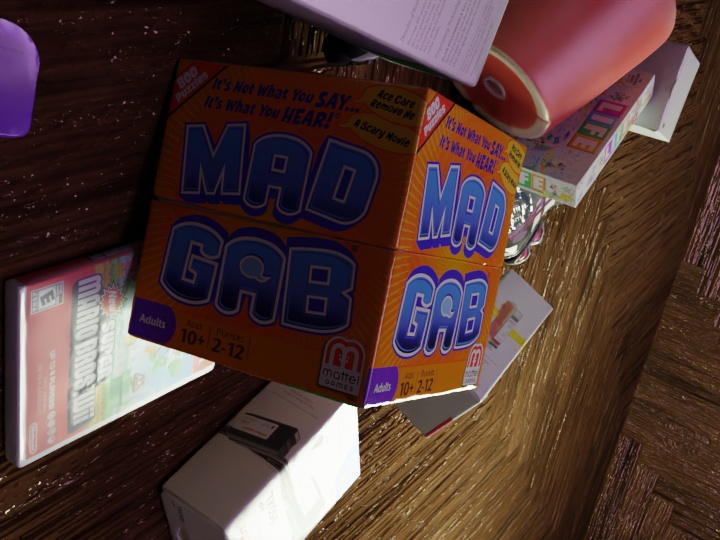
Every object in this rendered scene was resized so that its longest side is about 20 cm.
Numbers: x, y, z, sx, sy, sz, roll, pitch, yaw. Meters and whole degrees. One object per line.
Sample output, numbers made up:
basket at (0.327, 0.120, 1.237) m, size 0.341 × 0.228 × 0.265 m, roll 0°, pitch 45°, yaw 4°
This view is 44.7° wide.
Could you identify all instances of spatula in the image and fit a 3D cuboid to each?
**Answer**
spatula at (-0.226, -0.043, 0.494) m, size 0.056 × 0.021 × 0.201 m, roll 4°, pitch 110°, yaw -49°

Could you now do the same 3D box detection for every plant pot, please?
plant pot at (0.194, -0.250, 0.920) m, size 0.177 × 0.200 × 0.201 m, roll -47°, pitch 150°, yaw -11°

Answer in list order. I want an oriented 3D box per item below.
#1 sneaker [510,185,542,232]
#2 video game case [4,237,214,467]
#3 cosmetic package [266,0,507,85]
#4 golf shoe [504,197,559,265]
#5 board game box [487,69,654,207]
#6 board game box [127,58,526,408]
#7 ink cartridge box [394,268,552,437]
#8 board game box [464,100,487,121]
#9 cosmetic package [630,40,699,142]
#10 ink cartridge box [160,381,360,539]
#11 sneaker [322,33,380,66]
sneaker at (0.177, -0.109, 1.015) m, size 0.200 × 0.087 × 0.075 m, roll -33°, pitch 144°, yaw -18°
video game case at (-0.177, 0.046, 0.660) m, size 0.200 × 0.017 × 0.144 m, roll -26°, pitch 133°, yaw -52°
cosmetic package at (-0.004, -0.203, 0.594) m, size 0.199 × 0.107 × 0.085 m, roll 11°, pitch 104°, yaw -41°
golf shoe at (0.213, -0.106, 1.079) m, size 0.088 × 0.077 × 0.201 m, roll 32°, pitch 82°, yaw -56°
board game box at (0.226, -0.168, 0.986) m, size 0.200 × 0.134 × 0.034 m, roll -51°, pitch 149°, yaw -28°
board game box at (-0.017, -0.027, 0.657) m, size 0.200 × 0.199 × 0.201 m, roll 7°, pitch 95°, yaw -62°
ink cartridge box at (0.145, 0.108, 1.158) m, size 0.200 × 0.083 × 0.145 m, roll -42°, pitch 175°, yaw -38°
board game box at (0.151, -0.131, 1.078) m, size 0.134 × 0.045 × 0.201 m, roll 7°, pitch 105°, yaw -62°
cosmetic package at (0.300, -0.242, 1.085) m, size 0.085 × 0.199 × 0.108 m, roll 5°, pitch 108°, yaw -61°
ink cartridge box at (-0.091, 0.210, 0.873) m, size 0.200 × 0.084 × 0.145 m, roll -43°, pitch 145°, yaw -37°
sneaker at (0.025, -0.254, 0.744) m, size 0.200 × 0.070 × 0.090 m, roll -47°, pitch 127°, yaw -27°
